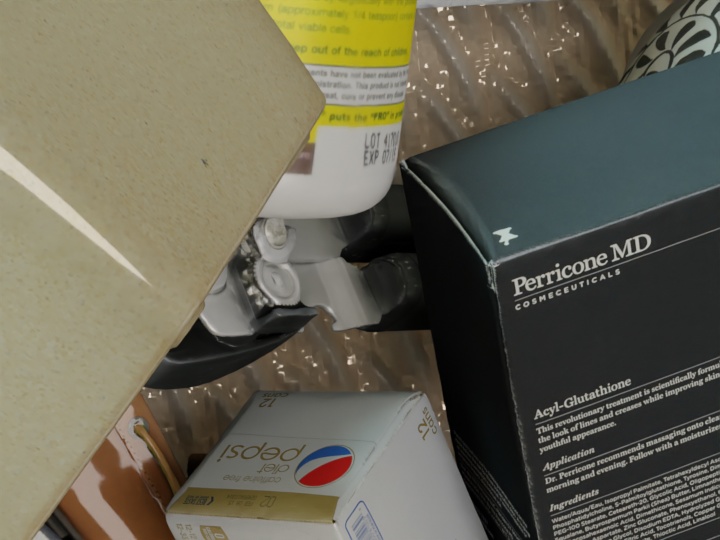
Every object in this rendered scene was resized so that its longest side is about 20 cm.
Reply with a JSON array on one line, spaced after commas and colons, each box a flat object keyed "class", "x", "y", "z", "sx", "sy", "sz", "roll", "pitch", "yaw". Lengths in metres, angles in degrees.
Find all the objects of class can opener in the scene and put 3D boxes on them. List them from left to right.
[{"class": "can opener", "x": 0.000, "y": 0.000, "z": 0.847, "sx": 0.200, "sy": 0.066, "sz": 0.053, "roll": -4, "pitch": 65, "yaw": -45}]

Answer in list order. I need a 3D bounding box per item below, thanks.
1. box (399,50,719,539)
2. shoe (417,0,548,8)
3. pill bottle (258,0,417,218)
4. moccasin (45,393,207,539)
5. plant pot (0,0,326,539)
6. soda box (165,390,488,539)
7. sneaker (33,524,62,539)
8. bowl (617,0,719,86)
[{"class": "box", "x": 0.126, "y": 0.007, "z": 0.789, "sx": 0.200, "sy": 0.079, "sz": 0.141, "roll": -19, "pitch": 124, "yaw": -13}, {"class": "shoe", "x": 0.038, "y": -0.139, "z": 0.860, "sx": 0.200, "sy": 0.071, "sz": 0.091, "roll": -7, "pitch": 104, "yaw": -23}, {"class": "pill bottle", "x": -0.032, "y": -0.122, "z": 0.754, "sx": 0.109, "sy": 0.109, "sz": 0.200, "roll": 2, "pitch": 101, "yaw": -28}, {"class": "moccasin", "x": -0.057, "y": 0.085, "z": 0.843, "sx": 0.078, "sy": 0.074, "sz": 0.201, "roll": -39, "pitch": 103, "yaw": -9}, {"class": "plant pot", "x": -0.127, "y": -0.022, "z": 0.650, "sx": 0.177, "sy": 0.200, "sz": 0.200, "roll": 36, "pitch": 118, "yaw": -4}, {"class": "soda box", "x": 0.013, "y": 0.134, "z": 0.811, "sx": 0.064, "sy": 0.068, "sz": 0.200, "roll": -52, "pitch": 130, "yaw": -42}, {"class": "sneaker", "x": -0.184, "y": 0.104, "z": 0.707, "sx": 0.202, "sy": 0.077, "sz": 0.146, "roll": 23, "pitch": 53, "yaw": 12}, {"class": "bowl", "x": 0.153, "y": -0.048, "z": 0.902, "sx": 0.200, "sy": 0.094, "sz": 0.201, "roll": -18, "pitch": 137, "yaw": -18}]
